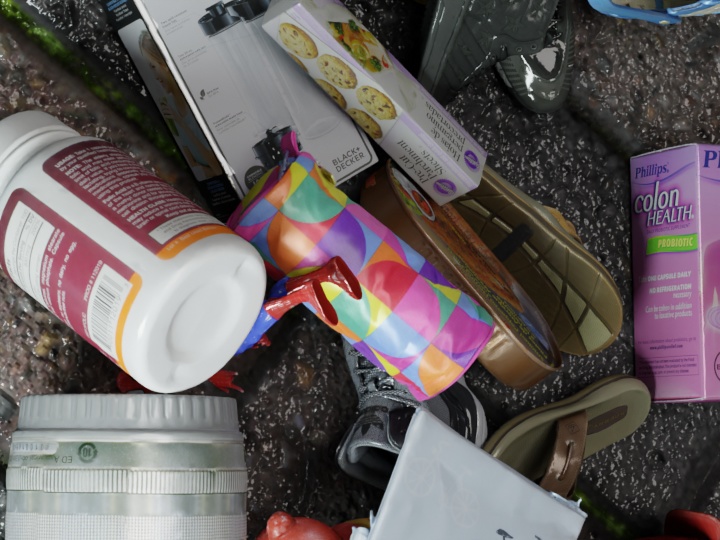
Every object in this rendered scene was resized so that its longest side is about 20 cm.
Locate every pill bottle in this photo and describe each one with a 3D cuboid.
[{"bbox_3d":[-0.167,-0.017,1.327,0.114,0.200,0.114,-35,144,-30],"label":"pill bottle"}]

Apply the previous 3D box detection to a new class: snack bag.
[{"bbox_3d":[0.062,0.213,1.378,0.188,0.021,0.200,34,67,-33],"label":"snack bag"}]

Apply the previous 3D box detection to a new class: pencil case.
[{"bbox_3d":[0.000,0.000,1.398,0.200,0.088,0.088,43,69,-8],"label":"pencil case"}]

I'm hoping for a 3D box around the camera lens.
[{"bbox_3d":[-0.155,0.184,1.342,0.160,0.160,0.201,3,84,-26],"label":"camera lens"}]

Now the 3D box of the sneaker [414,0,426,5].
[{"bbox_3d":[0.016,-0.268,1.518,0.200,0.074,0.082,26,75,-31],"label":"sneaker"}]

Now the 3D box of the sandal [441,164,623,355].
[{"bbox_3d":[0.131,-0.020,1.559,0.200,0.080,0.054,45,36,-9],"label":"sandal"}]

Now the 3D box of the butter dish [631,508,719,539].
[{"bbox_3d":[0.197,0.279,1.517,0.147,0.200,0.200,1,85,-3],"label":"butter dish"}]

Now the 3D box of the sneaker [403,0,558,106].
[{"bbox_3d":[0.096,-0.173,1.501,0.104,0.060,0.200,12,114,-13],"label":"sneaker"}]

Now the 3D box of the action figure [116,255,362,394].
[{"bbox_3d":[-0.091,0.049,1.378,0.052,0.200,0.065,59,34,-16],"label":"action figure"}]

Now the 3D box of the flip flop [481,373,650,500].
[{"bbox_3d":[0.153,0.143,1.541,0.200,0.058,0.081,-23,140,-31],"label":"flip flop"}]

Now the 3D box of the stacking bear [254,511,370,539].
[{"bbox_3d":[0.002,0.220,1.413,0.200,0.114,0.122,19,77,-41],"label":"stacking bear"}]

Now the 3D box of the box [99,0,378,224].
[{"bbox_3d":[-0.087,-0.138,1.460,0.117,0.060,0.200,-33,101,-25],"label":"box"}]

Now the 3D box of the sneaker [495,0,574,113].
[{"bbox_3d":[0.133,-0.220,1.548,0.066,0.090,0.201,-6,94,-9],"label":"sneaker"}]

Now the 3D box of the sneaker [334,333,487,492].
[{"bbox_3d":[0.016,0.078,1.462,0.200,0.075,0.114,60,37,-14],"label":"sneaker"}]

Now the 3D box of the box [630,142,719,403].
[{"bbox_3d":[0.316,0.005,1.626,0.175,0.097,0.201,2,84,-26],"label":"box"}]

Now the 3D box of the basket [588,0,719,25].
[{"bbox_3d":[0.228,-0.272,1.571,0.200,0.139,0.177,12,79,-56],"label":"basket"}]

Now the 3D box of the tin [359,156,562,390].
[{"bbox_3d":[0.073,0.004,1.490,0.042,0.112,0.200,-39,100,13],"label":"tin"}]

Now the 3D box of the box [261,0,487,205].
[{"bbox_3d":[0.012,-0.128,1.454,0.200,0.041,0.039,44,42,-26],"label":"box"}]
